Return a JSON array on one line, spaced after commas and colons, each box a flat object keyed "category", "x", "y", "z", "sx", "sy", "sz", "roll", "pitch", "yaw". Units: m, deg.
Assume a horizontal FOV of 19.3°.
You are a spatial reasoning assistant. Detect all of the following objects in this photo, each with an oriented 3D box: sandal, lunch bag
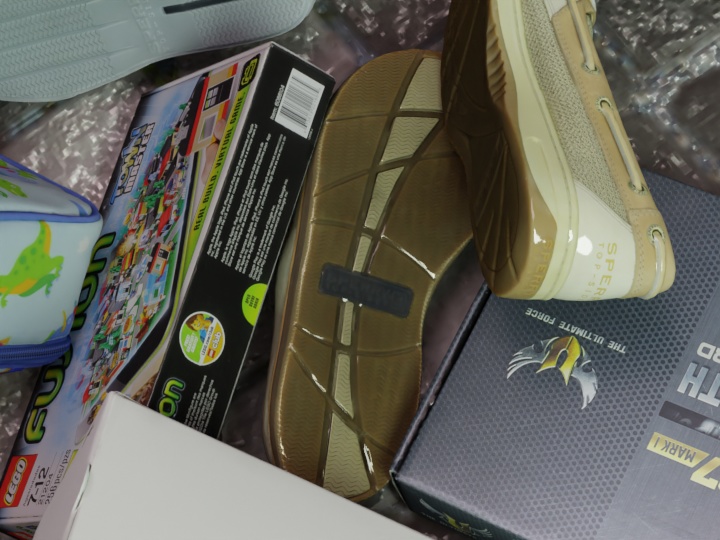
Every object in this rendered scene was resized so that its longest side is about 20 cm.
[{"category": "sandal", "x": 0.000, "y": 0.000, "z": 0.859, "sx": 0.080, "sy": 0.054, "sz": 0.201, "roll": 22, "pitch": 70, "yaw": -19}, {"category": "lunch bag", "x": -0.211, "y": -0.026, "z": 0.846, "sx": 0.200, "sy": 0.161, "sz": 0.083, "roll": 28, "pitch": 107, "yaw": 33}]

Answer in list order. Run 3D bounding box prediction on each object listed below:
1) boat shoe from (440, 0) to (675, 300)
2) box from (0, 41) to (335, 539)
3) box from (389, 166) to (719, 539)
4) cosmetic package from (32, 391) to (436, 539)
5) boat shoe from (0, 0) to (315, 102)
[{"category": "boat shoe", "x": 0.074, "y": -0.067, "z": 0.822, "sx": 0.063, "sy": 0.073, "sz": 0.201, "roll": 6, "pitch": 41, "yaw": -13}, {"category": "box", "x": -0.080, "y": 0.013, "z": 0.847, "sx": 0.110, "sy": 0.035, "sz": 0.201, "roll": -13, "pitch": 54, "yaw": 54}, {"category": "box", "x": 0.134, "y": 0.056, "z": 0.810, "sx": 0.200, "sy": 0.051, "sz": 0.158, "roll": 23, "pitch": 73, "yaw": 21}, {"category": "cosmetic package", "x": -0.020, "y": 0.137, "z": 0.723, "sx": 0.200, "sy": 0.085, "sz": 0.108, "roll": 25, "pitch": 35, "yaw": -8}, {"category": "boat shoe", "x": -0.110, "y": -0.124, "z": 0.939, "sx": 0.199, "sy": 0.074, "sz": 0.067, "roll": -3, "pitch": 37, "yaw": 13}]
